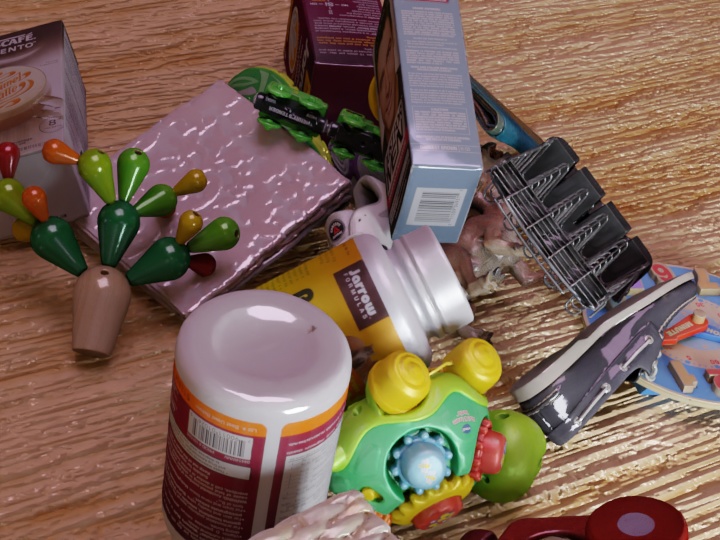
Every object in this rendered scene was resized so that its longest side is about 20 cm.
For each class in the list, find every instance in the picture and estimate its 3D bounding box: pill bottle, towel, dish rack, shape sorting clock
[{"bbox_3d":[-0.071,0.121,0.884,0.108,0.202,0.110,7,38,-6],"label":"pill bottle"},{"bbox_3d":[0.149,-0.127,1.312,0.199,0.022,0.147,33,17,-44],"label":"towel"},{"bbox_3d":[0.162,-0.033,1.125,0.154,0.054,0.200,53,28,6],"label":"dish rack"},{"bbox_3d":[-0.022,0.046,1.006,0.198,0.110,0.110,-27,44,1],"label":"pill bottle"},{"bbox_3d":[0.289,0.052,1.201,0.197,0.040,0.201,8,38,-6],"label":"shape sorting clock"},{"bbox_3d":[-0.135,-0.062,1.196,0.199,0.032,0.190,-39,59,-24],"label":"towel"}]

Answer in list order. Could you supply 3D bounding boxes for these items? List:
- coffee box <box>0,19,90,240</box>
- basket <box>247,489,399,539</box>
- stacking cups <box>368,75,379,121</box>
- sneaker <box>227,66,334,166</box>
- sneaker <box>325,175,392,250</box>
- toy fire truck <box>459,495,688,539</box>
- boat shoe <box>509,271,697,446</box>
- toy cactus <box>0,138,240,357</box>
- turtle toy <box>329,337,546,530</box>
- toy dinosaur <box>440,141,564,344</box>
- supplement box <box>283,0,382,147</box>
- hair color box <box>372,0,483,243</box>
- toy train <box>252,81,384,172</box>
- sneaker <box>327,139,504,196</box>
[{"bbox_3d":[-0.300,-0.122,1.207,0.113,0.080,0.201,-14,41,-2],"label":"coffee box"},{"bbox_3d":[-0.036,0.262,0.752,0.198,0.162,0.198,-21,49,-33],"label":"basket"},{"bbox_3d":[0.072,-0.156,1.327,0.060,0.061,0.199,28,10,21],"label":"stacking cups"},{"bbox_3d":[-0.089,-0.126,1.297,0.082,0.075,0.201,-5,41,-27],"label":"sneaker"},{"bbox_3d":[0.000,0.000,1.134,0.088,0.074,0.201,35,39,-15],"label":"sneaker"},{"bbox_3d":[0.118,0.220,0.901,0.166,0.114,0.200,10,32,30],"label":"toy fire truck"},{"bbox_3d":[0.207,0.069,1.122,0.199,0.073,0.063,-32,88,-26],"label":"boat shoe"},{"bbox_3d":[-0.201,-0.016,1.094,0.197,0.102,0.168,14,75,-17],"label":"toy cactus"},{"bbox_3d":[0.051,0.126,0.979,0.198,0.146,0.102,-6,61,-43],"label":"turtle toy"},{"bbox_3d":[0.087,-0.010,1.198,0.135,0.087,0.199,28,57,38],"label":"toy dinosaur"},{"bbox_3d":[-0.023,-0.210,1.391,0.084,0.111,0.201,2,38,-11],"label":"supplement box"},{"bbox_3d":[0.052,-0.134,1.138,0.060,0.100,0.202,2,56,-9],"label":"hair color box"},{"bbox_3d":[0.000,-0.116,1.213,0.197,0.042,0.056,21,17,-1],"label":"toy train"},{"bbox_3d":[0.065,-0.090,1.314,0.197,0.076,0.100,13,15,5],"label":"sneaker"}]
